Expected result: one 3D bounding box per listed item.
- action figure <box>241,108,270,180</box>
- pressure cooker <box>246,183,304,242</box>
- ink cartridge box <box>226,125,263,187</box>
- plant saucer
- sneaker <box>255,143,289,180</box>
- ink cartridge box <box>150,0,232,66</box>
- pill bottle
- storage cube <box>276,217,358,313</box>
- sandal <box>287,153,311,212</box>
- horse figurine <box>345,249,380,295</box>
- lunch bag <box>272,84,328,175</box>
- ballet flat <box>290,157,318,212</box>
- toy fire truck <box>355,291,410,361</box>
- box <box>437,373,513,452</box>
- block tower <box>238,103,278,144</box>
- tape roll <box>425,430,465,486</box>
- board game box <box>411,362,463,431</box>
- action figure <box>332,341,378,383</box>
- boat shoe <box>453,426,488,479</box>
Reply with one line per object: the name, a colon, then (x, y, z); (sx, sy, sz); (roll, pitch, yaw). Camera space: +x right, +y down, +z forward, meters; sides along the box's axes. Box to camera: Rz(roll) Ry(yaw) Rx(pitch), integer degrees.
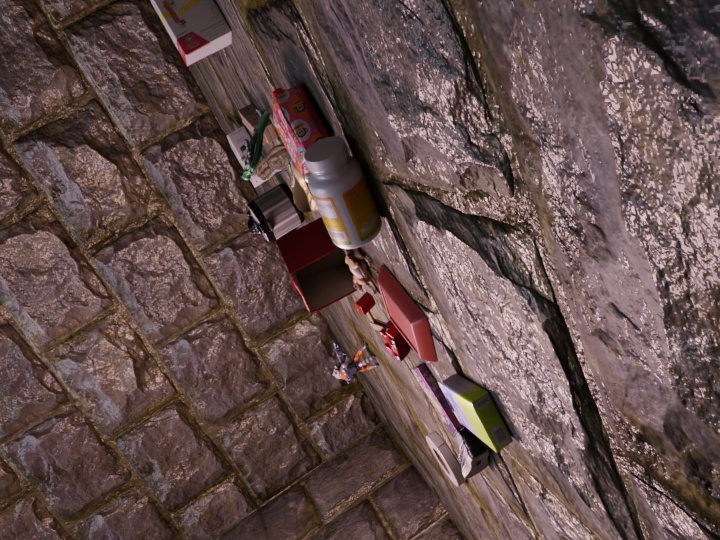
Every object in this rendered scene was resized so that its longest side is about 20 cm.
action figure: (-0.308, -0.361, 1.806); (0.118, 0.054, 0.204); (-116, 40, -82)
pressure cooker: (-0.331, -0.206, 2.329); (0.180, 0.198, 0.176); (55, 169, 16)
ink cartridge box: (-0.449, -0.457, 2.523); (0.202, 0.083, 0.146); (58, 171, 5)
plant saucer: (0.106, 0.113, 1.509); (0.200, 0.036, 0.201); (52, 167, 38)
sneaker: (-0.210, -0.324, 1.771); (0.199, 0.108, 0.071); (-18, 103, 49)
ink cartridge box: (-0.456, -0.681, 1.671); (0.202, 0.144, 0.083); (59, 170, -3)
pill bottle: (-0.037, -0.151, 1.211); (0.111, 0.110, 0.202); (47, 165, 50)
storage cube: (-0.120, -0.020, 1.826); (0.180, 0.198, 0.172); (57, 174, 50)
sandal: (-0.158, -0.259, 1.705); (0.213, 0.076, 0.070); (80, 177, -51)
horse figurine: (0.000, 0.000, 1.682); (0.132, 0.050, 0.201); (42, 164, 46)
lunch bag: (-0.136, -0.307, 1.338); (0.178, 0.081, 0.200); (60, 171, -2)
ballet flat: (-0.120, -0.229, 1.619); (0.062, 0.069, 0.201); (18, 150, 31)
toy fire truck: (0.064, 0.158, 1.724); (0.140, 0.049, 0.201); (34, 159, 31)
box: (0.240, 0.296, 1.331); (0.123, 0.047, 0.200); (61, 171, -9)
block tower: (-0.323, -0.459, 1.948); (0.200, 0.054, 0.058); (48, 165, 48)
tape roll: (0.299, 0.661, 2.195); (0.204, 0.037, 0.203); (57, 171, 14)
board game box: (0.211, 0.353, 1.733); (0.202, 0.032, 0.120); (58, 166, 9)
action figure: (-0.039, 0.383, 2.635); (0.202, 0.192, 0.104); (62, 169, -19)
boat shoe: (0.280, 0.461, 1.602); (0.201, 0.074, 0.093); (87, 158, -55)
